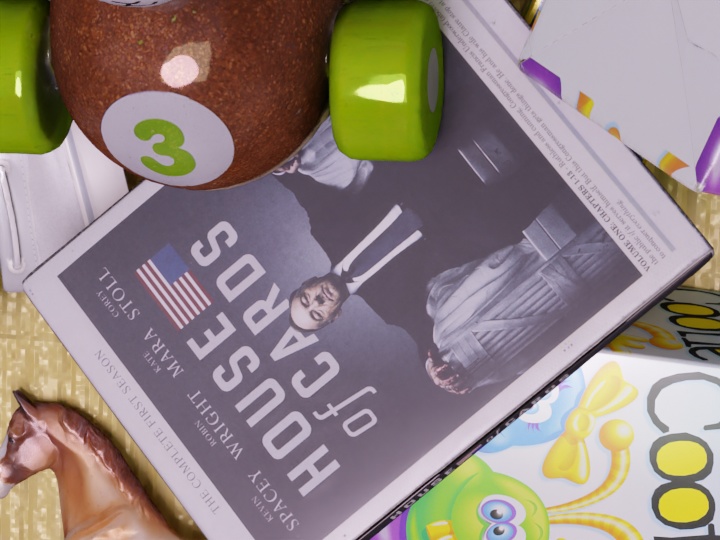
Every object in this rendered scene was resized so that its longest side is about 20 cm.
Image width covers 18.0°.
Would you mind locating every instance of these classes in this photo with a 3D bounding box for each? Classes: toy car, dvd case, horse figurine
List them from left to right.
[{"bbox_3d":[-0.068,-0.107,0.708,0.163,0.200,0.159,2,90,12],"label":"toy car"},{"bbox_3d":[-0.080,0.149,0.917,0.199,0.050,0.133,26,93,22],"label":"horse figurine"},{"bbox_3d":[0.000,0.000,0.800,0.200,0.025,0.151,-39,78,3],"label":"dvd case"}]

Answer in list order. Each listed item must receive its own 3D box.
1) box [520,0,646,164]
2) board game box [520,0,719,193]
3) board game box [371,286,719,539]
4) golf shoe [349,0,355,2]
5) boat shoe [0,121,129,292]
[{"bbox_3d":[0.108,-0.125,0.832,0.064,0.070,0.201,25,105,-2],"label":"box"},{"bbox_3d":[0.173,-0.076,0.763,0.199,0.105,0.103,10,111,-36],"label":"board game box"},{"bbox_3d":[0.084,0.063,0.865,0.199,0.103,0.106,7,105,5],"label":"board game box"},{"bbox_3d":[0.014,-0.136,0.848,0.199,0.078,0.095,-30,117,14],"label":"golf shoe"},{"bbox_3d":[-0.141,-0.087,0.869,0.068,0.072,0.201,-18,112,-7],"label":"boat shoe"}]
